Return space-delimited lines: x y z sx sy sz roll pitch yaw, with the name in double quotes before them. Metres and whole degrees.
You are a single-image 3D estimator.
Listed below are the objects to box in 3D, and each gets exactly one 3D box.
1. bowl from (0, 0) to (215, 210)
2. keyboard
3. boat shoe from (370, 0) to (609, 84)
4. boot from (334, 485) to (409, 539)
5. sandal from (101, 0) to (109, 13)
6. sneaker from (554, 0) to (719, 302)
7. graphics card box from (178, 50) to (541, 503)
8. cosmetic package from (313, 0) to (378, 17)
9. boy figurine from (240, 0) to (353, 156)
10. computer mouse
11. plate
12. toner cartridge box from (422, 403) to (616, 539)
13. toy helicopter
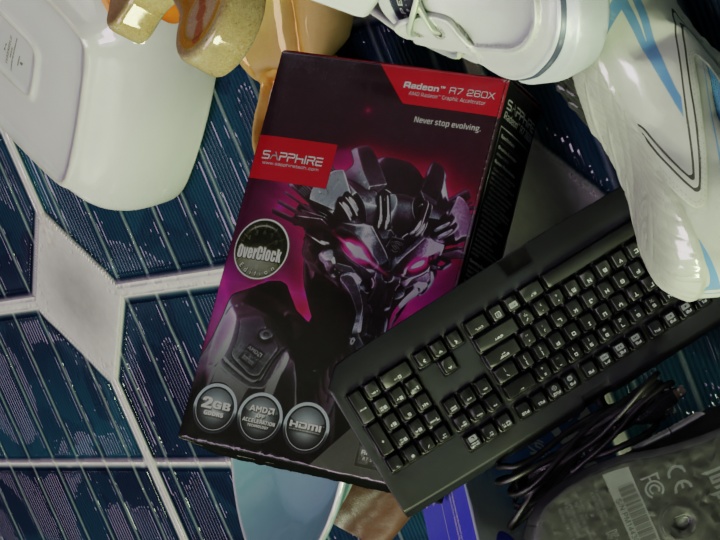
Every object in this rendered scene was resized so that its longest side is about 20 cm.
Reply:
"bowl" -0.177 -0.142 1.237 0.200 0.075 0.200 45 142 21
"keyboard" 0.093 0.037 0.907 0.104 0.200 0.040 58 180 -2
"boat shoe" 0.040 -0.119 0.907 0.200 0.067 0.074 -151 56 -68
"boot" 0.040 0.128 1.154 0.200 0.064 0.187 -46 63 52
"sandal" -0.159 -0.216 1.118 0.079 0.059 0.207 -57 45 41
"sneaker" 0.127 -0.083 0.892 0.072 0.072 0.200 127 124 -67
"graphics card box" 0.000 0.000 0.987 0.125 0.051 0.201 11 81 26
"cosmetic package" -0.022 -0.237 0.819 0.165 0.165 0.200 18 149 -16
"boy figurine" -0.053 -0.143 1.079 0.124 0.064 0.200 1 112 50
"computer mouse" 0.179 0.116 0.894 0.141 0.200 0.046 61 -174 -2
"plate" -0.031 0.074 1.180 0.200 0.026 0.201 -173 90 -69
"toner cartridge box" 0.082 0.124 0.973 0.200 0.095 0.043 -102 32 -55
"toy helicopter" -0.072 -0.154 0.944 0.132 0.079 0.200 -54 31 19
